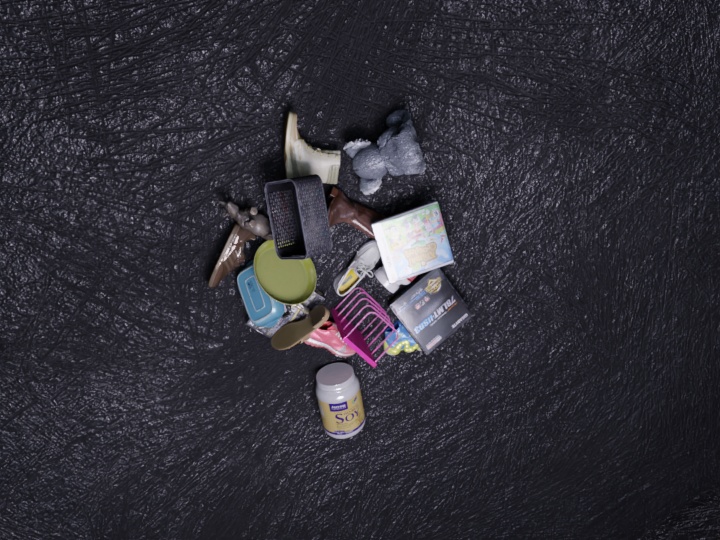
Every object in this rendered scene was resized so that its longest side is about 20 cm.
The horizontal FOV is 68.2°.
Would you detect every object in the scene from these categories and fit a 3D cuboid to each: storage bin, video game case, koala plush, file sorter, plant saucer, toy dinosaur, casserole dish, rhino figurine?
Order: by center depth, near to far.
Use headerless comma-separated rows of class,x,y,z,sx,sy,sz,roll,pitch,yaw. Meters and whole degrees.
storage bin,-0.160,-0.137,1.375,0.093,0.134,0.204,-20,105,-43
koala plush,0.064,-0.309,1.432,0.197,0.185,0.180,-17,115,9
rhino figurine,-0.303,-0.140,1.452,0.198,0.087,0.061,27,76,-26
video game case,0.147,-0.077,1.498,0.197,0.022,0.185,-19,106,1
plant saucer,-0.216,0.007,1.503,0.198,0.202,0.031,32,141,-22
casserole dish,-0.289,0.065,1.507,0.120,0.039,0.203,-27,76,22
toy dinosaur,-0.212,0.093,1.546,0.088,0.047,0.200,-44,115,-1
file sorter,0.015,0.158,1.586,0.125,0.200,0.139,-45,113,6

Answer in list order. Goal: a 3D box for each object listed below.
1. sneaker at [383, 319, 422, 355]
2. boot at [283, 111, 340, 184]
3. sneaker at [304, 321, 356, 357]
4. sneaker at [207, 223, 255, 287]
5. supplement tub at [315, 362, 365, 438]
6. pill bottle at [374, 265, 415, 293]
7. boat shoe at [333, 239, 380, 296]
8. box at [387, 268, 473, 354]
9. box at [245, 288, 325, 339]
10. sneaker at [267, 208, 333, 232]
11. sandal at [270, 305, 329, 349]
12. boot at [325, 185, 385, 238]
sneaker,0.166,0.203,1.702,0.196,0.076,0.107,-15,114,-4
boot,-0.130,-0.325,1.427,0.151,0.072,0.203,-3,119,-9
sneaker,-0.082,0.205,1.641,0.197,0.074,0.087,19,123,-18
sneaker,-0.364,-0.030,1.500,0.075,0.071,0.202,24,106,-21
supplement tub,-0.066,0.414,1.701,0.143,0.146,0.203,-12,114,-6
pill bottle,0.138,-0.033,1.580,0.112,0.113,0.200,41,99,-23
boat shoe,-0.004,-0.002,1.577,0.202,0.086,0.075,-44,114,8
box,0.217,0.122,1.655,0.199,0.050,0.200,-38,97,-3
box,-0.226,0.115,1.600,0.160,0.049,0.201,32,102,-23
sneaker,-0.162,-0.152,1.485,0.196,0.082,0.076,10,110,-15
sandal,-0.164,0.183,1.573,0.210,0.078,0.069,-34,140,18
boot,-0.018,-0.125,1.487,0.198,0.189,0.064,30,144,-21
